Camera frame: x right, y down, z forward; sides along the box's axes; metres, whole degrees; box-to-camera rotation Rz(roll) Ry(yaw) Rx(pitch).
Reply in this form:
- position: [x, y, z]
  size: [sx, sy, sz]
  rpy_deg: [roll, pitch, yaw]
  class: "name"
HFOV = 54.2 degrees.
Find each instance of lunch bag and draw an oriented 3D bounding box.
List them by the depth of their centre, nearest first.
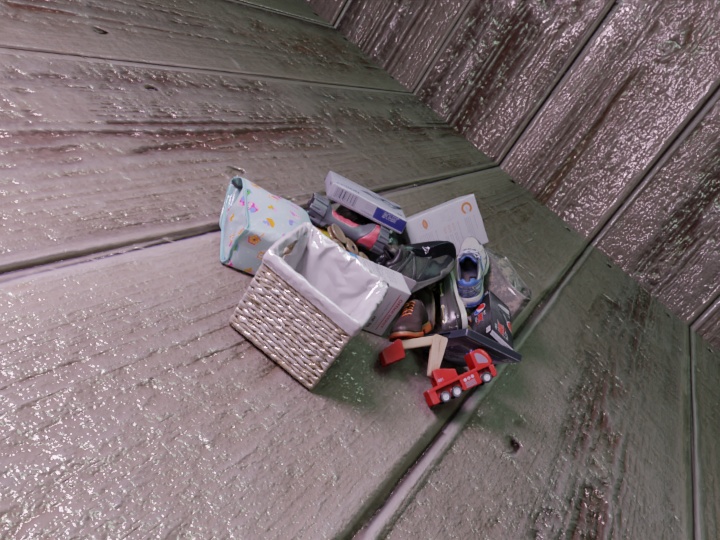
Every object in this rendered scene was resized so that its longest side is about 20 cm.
- position: [-0.181, -0.084, 1.364]
  size: [0.167, 0.123, 0.202]
  rpy_deg: [21, 34, -29]
  class: "lunch bag"
- position: [0.322, 0.070, 1.719]
  size: [0.116, 0.165, 0.202]
  rpy_deg: [21, 28, -35]
  class: "lunch bag"

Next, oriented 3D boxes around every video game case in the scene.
- position: [0.207, 0.158, 1.417]
  size: [0.141, 0.199, 0.019]
  rpy_deg: [26, 68, -23]
  class: "video game case"

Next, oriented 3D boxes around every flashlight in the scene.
- position: [-0.028, -0.105, 1.564]
  size: [0.197, 0.069, 0.068]
  rpy_deg: [30, 18, -16]
  class: "flashlight"

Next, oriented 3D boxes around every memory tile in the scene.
- position: [0.000, 0.000, 1.501]
  size: [0.200, 0.017, 0.155]
  rpy_deg: [44, 23, -33]
  class: "memory tile"

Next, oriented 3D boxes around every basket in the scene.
- position: [-0.084, 0.056, 1.197]
  size: [0.198, 0.162, 0.198]
  rpy_deg: [36, 24, 2]
  class: "basket"

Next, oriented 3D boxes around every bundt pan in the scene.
- position: [0.014, -0.095, 1.705]
  size: [0.199, 0.076, 0.203]
  rpy_deg: [30, 24, -15]
  class: "bundt pan"

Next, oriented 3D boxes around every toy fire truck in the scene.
- position: [0.147, 0.176, 1.330]
  size: [0.049, 0.196, 0.144]
  rpy_deg: [116, -50, -73]
  class: "toy fire truck"

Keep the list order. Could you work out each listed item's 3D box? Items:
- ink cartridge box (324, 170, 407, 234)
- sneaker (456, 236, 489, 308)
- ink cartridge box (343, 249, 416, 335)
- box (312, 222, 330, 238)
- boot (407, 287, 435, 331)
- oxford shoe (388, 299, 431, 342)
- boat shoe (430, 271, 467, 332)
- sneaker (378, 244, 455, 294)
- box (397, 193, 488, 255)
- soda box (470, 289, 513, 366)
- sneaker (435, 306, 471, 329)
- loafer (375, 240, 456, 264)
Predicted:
- position: [0.008, -0.168, 1.654]
  size: [0.196, 0.041, 0.201]
  rpy_deg: [26, 14, -14]
  class: "ink cartridge box"
- position: [0.257, -0.015, 1.624]
  size: [0.203, 0.075, 0.086]
  rpy_deg: [-82, 161, -44]
  class: "sneaker"
- position: [0.019, 0.052, 1.398]
  size: [0.197, 0.117, 0.068]
  rpy_deg: [21, 28, -31]
  class: "ink cartridge box"
- position: [-0.078, -0.038, 1.513]
  size: [0.116, 0.049, 0.201]
  rpy_deg: [32, 26, -10]
  class: "box"
- position: [0.108, 0.059, 1.600]
  size: [0.094, 0.076, 0.203]
  rpy_deg: [3, 42, -14]
  class: "boot"
- position: [0.094, 0.100, 1.415]
  size: [0.200, 0.069, 0.075]
  rpy_deg: [-11, 92, -75]
  class: "oxford shoe"
- position: [0.190, 0.058, 1.586]
  size: [0.059, 0.073, 0.204]
  rpy_deg: [-9, 43, -3]
  class: "boat shoe"
- position: [0.119, -0.018, 1.524]
  size: [0.196, 0.076, 0.117]
  rpy_deg: [-22, 95, -26]
  class: "sneaker"
- position: [0.198, -0.094, 1.746]
  size: [0.097, 0.196, 0.127]
  rpy_deg: [-173, -117, -76]
  class: "box"
- position: [0.287, 0.124, 1.546]
  size: [0.070, 0.063, 0.201]
  rpy_deg: [41, 24, -10]
  class: "soda box"
- position: [0.236, 0.128, 1.631]
  size: [0.089, 0.075, 0.202]
  rpy_deg: [34, 25, -35]
  class: "sneaker"
- position: [0.119, -0.026, 1.605]
  size: [0.195, 0.075, 0.072]
  rpy_deg: [-8, 13, -22]
  class: "loafer"
